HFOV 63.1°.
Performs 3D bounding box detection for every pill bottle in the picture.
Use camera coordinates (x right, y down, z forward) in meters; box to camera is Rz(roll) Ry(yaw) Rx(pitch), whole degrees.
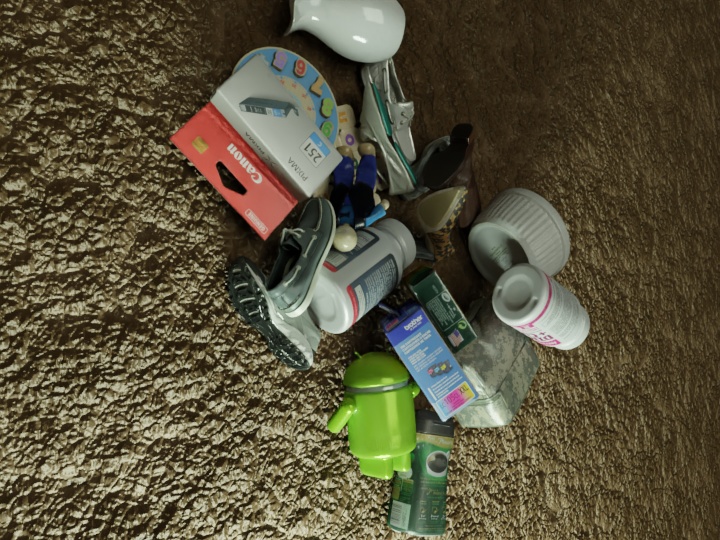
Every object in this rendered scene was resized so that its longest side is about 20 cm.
[{"bbox_3d":[0.000,0.000,0.959,0.199,0.118,0.122,-36,107,-36],"label":"pill bottle"},{"bbox_3d":[0.344,0.075,1.098,0.198,0.112,0.116,27,68,-39],"label":"pill bottle"}]

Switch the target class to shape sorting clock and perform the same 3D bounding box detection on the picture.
[{"bbox_3d":[-0.117,-0.259,0.932,0.196,0.039,0.206,6,79,-33],"label":"shape sorting clock"}]

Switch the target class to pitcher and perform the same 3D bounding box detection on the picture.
[{"bbox_3d":[-0.029,-0.448,0.992,0.195,0.121,0.176,7,65,-22],"label":"pitcher"}]

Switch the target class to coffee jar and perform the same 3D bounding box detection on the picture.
[{"bbox_3d":[0.108,0.351,1.031,0.102,0.084,0.206,17,75,-33],"label":"coffee jar"}]

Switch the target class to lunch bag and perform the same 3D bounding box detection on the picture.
[{"bbox_3d":[0.233,0.171,1.123,0.200,0.138,0.170,-44,110,-37],"label":"lunch bag"}]

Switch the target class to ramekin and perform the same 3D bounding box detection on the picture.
[{"bbox_3d":[0.309,-0.052,1.181,0.104,0.198,0.204,-34,107,-27],"label":"ramekin"}]

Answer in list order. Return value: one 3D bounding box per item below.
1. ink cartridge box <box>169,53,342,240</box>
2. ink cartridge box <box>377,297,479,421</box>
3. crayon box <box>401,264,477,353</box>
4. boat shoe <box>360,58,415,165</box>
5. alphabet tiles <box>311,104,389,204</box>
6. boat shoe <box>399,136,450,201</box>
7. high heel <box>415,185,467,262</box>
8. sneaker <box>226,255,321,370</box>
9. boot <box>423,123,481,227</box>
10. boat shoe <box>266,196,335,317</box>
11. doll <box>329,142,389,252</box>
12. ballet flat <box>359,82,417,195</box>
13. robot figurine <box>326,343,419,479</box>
[{"bbox_3d":[-0.146,-0.179,0.859,0.200,0.044,0.177,47,64,-17],"label":"ink cartridge box"},{"bbox_3d":[0.100,0.127,0.964,0.075,0.136,0.203,-32,94,0],"label":"ink cartridge box"},{"bbox_3d":[0.128,0.058,1.003,0.050,0.200,0.128,-34,95,0],"label":"crayon box"},{"bbox_3d":[0.066,-0.290,1.073,0.071,0.068,0.204,-42,113,-53],"label":"boat shoe"},{"bbox_3d":[-0.024,-0.183,1.028,0.193,0.014,0.205,-26,102,-39],"label":"alphabet tiles"},{"bbox_3d":[0.147,-0.204,1.141,0.201,0.064,0.076,-40,110,-36],"label":"boat shoe"},{"bbox_3d":[0.163,-0.086,1.068,0.140,0.200,0.073,0,57,-37],"label":"high heel"},{"bbox_3d":[-0.128,0.057,0.884,0.202,0.073,0.080,57,43,-26],"label":"sneaker"},{"bbox_3d":[0.182,-0.145,1.119,0.188,0.063,0.203,-53,146,-33],"label":"boot"},{"bbox_3d":[-0.088,-0.035,0.859,0.062,0.072,0.204,38,52,-36],"label":"boat shoe"},{"bbox_3d":[-0.020,-0.113,0.940,0.049,0.132,0.204,69,21,-53],"label":"doll"},{"bbox_3d":[0.035,-0.225,1.033,0.069,0.069,0.204,-35,106,-36],"label":"ballet flat"},{"bbox_3d":[0.032,0.228,0.961,0.172,0.114,0.206,-5,88,-41],"label":"robot figurine"}]
